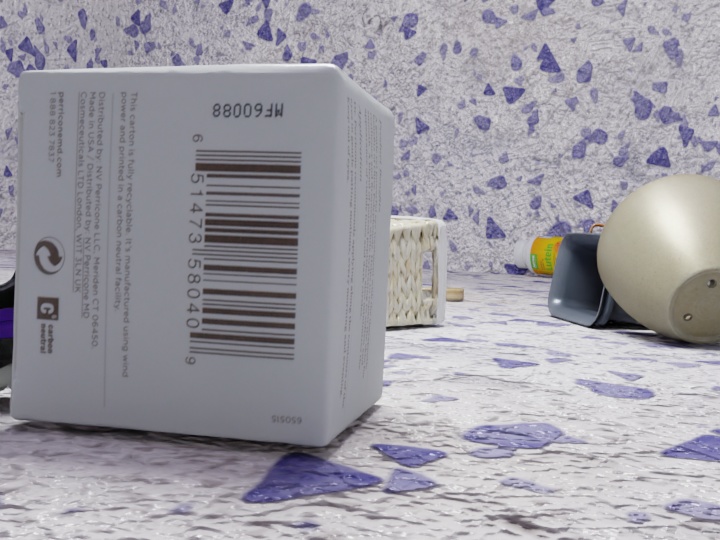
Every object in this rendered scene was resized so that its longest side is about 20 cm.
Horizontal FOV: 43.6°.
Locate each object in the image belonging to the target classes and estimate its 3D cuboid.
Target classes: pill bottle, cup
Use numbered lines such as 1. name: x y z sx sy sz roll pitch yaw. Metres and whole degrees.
1. pill bottle: 0.561 -0.044 2.684 0.197 0.114 0.110 5 4 42
2. cup: 0.398 0.006 1.087 0.196 0.204 0.144 2 29 0

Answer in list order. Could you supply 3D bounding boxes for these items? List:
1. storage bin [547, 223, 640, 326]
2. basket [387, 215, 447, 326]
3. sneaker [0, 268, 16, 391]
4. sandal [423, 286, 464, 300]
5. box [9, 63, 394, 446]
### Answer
1. storage bin: 0.374 0.014 1.298 0.131 0.149 0.200 12 1 -9
2. basket: 0.000 0.000 1.165 0.197 0.139 0.122 5 8 40
3. sneaker: -0.286 0.027 0.552 0.196 0.102 0.069 -4 4 -20
4. sandal: 0.082 0.013 1.613 0.207 0.071 0.078 3 2 5
5. box: -0.087 -0.012 0.562 0.195 0.204 0.171 3 2 13
